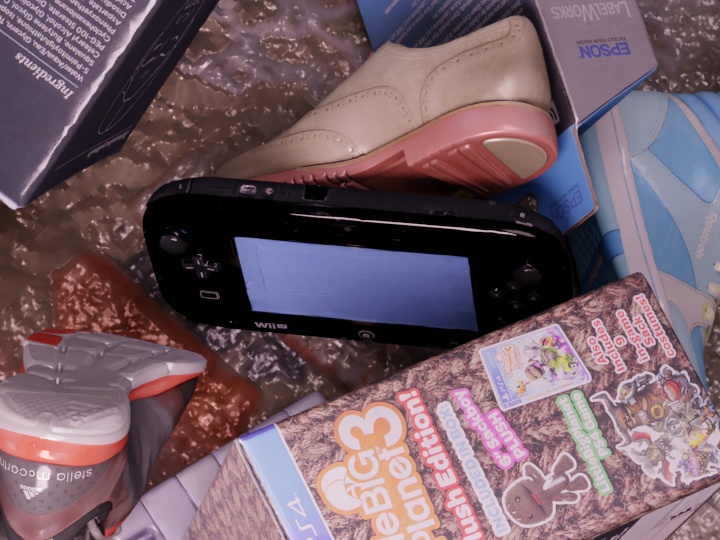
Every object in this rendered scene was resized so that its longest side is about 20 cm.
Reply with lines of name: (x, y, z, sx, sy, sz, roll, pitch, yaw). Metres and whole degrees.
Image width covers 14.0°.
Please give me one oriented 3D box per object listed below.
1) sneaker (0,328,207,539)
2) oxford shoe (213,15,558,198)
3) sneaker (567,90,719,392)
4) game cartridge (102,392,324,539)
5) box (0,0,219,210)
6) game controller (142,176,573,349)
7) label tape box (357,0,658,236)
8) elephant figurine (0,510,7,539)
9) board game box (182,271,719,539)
sneaker: (-0.124, 0.078, 1.306, 0.077, 0.200, 0.082, 11, 102, 12)
oxford shoe: (0.009, -0.064, 1.380, 0.071, 0.200, 0.074, 28, 56, -48)
sneaker: (0.175, -0.006, 1.445, 0.130, 0.080, 0.200, -7, 72, -15)
game cartridge: (-0.015, 0.168, 1.347, 0.130, 0.038, 0.200, -29, 78, -26)
box: (-0.122, -0.148, 1.340, 0.107, 0.148, 0.200, 36, 107, 3)
game controller: (0.000, 0.000, 1.360, 0.200, 0.104, 0.042, 5, 48, 11)
label tape box: (0.075, -0.095, 1.416, 0.063, 0.144, 0.200, -7, 71, -30)
elephant figurine: (-0.218, 0.080, 1.246, 0.155, 0.200, 0.142, -38, 81, -24)
board game box: (0.039, 0.104, 1.273, 0.200, 0.159, 0.097, -22, 74, -21)
